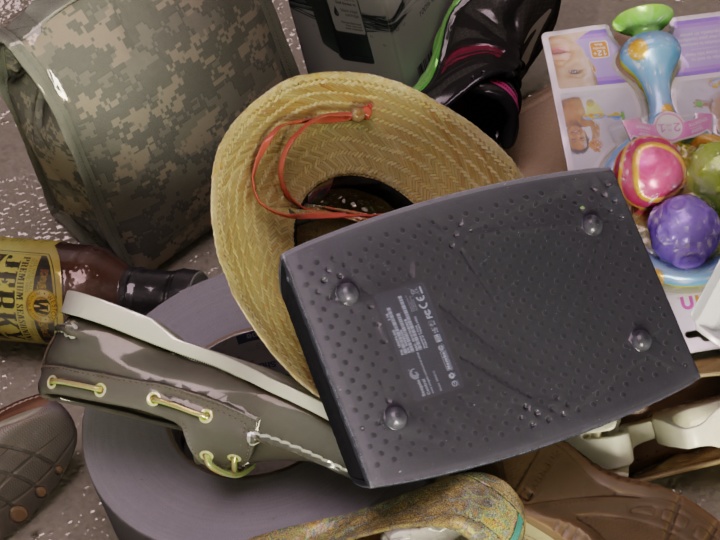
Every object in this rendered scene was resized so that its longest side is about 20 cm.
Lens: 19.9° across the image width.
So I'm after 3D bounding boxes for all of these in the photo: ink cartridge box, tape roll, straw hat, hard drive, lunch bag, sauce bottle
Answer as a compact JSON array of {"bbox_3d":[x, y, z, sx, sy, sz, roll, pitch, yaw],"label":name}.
[{"bbox_3d":[0.024,-0.194,1.283,0.082,0.201,0.147,17,54,28],"label":"ink cartridge box"},{"bbox_3d":[-0.050,0.091,1.132,0.198,0.066,0.202,-7,48,8],"label":"tape roll"},{"bbox_3d":[0.000,0.000,1.089,0.199,0.085,0.203,9,65,-20],"label":"straw hat"},{"bbox_3d":[0.062,0.029,1.028,0.198,0.042,0.136,-15,76,-27],"label":"hard drive"},{"bbox_3d":[-0.131,-0.120,1.254,0.163,0.201,0.117,-35,50,-18],"label":"lunch bag"},{"bbox_3d":[-0.188,0.012,1.240,0.198,0.065,0.065,2,48,18],"label":"sauce bottle"}]

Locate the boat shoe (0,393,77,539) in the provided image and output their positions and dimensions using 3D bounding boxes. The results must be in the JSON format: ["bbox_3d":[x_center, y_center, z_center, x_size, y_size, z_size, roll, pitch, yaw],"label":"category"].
[{"bbox_3d":[-0.251,0.127,1.146,0.199,0.076,0.072,-33,47,-19],"label":"boat shoe"}]

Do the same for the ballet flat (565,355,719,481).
[{"bbox_3d":[0.150,0.080,1.082,0.198,0.069,0.063,-15,10,-1],"label":"ballet flat"}]

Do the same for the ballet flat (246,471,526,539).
[{"bbox_3d":[-0.012,0.156,1.007,0.199,0.071,0.071,-23,43,18],"label":"ballet flat"}]

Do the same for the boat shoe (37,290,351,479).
[{"bbox_3d":[-0.075,0.072,1.067,0.200,0.072,0.061,22,84,17],"label":"boat shoe"}]

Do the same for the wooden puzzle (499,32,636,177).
[{"bbox_3d":[0.127,-0.062,1.223,0.199,0.037,0.185,-34,28,-12],"label":"wooden puzzle"}]

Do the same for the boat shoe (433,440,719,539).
[{"bbox_3d":[0.125,0.144,1.043,0.199,0.065,0.071,34,55,18],"label":"boat shoe"}]

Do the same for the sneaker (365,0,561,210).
[{"bbox_3d":[0.073,-0.105,1.236,0.083,0.077,0.201,11,55,40],"label":"sneaker"}]

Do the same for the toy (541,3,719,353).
[{"bbox_3d":[0.172,-0.056,1.116,0.114,0.047,0.202,-7,65,-4],"label":"toy"}]

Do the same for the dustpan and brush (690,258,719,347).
[{"bbox_3d":[0.278,0.002,1.074,0.057,0.199,0.140,41,108,44],"label":"dustpan and brush"}]
